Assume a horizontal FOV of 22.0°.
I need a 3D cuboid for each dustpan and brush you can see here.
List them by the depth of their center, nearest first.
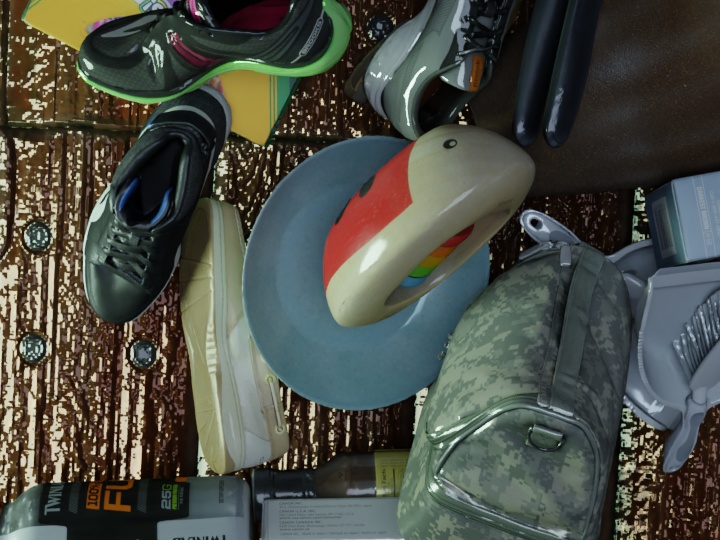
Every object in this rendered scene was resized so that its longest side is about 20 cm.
[{"bbox_3d":[0.245,0.074,1.325,0.138,0.201,0.058,-5,56,-17],"label":"dustpan and brush"},{"bbox_3d":[0.196,0.015,1.369,0.199,0.057,0.140,35,93,-6],"label":"dustpan and brush"}]

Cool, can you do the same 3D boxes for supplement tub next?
[{"bbox_3d":[-0.177,0.214,1.347,0.198,0.123,0.124,-2,96,-3],"label":"supplement tub"}]

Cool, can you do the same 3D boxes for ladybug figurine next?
[{"bbox_3d":[0.037,-0.033,1.266,0.072,0.135,0.200,55,130,12],"label":"ladybug figurine"}]

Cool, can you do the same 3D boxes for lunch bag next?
[{"bbox_3d":[0.119,0.094,1.277,0.138,0.201,0.169,23,129,-2],"label":"lunch bag"}]

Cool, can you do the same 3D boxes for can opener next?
[{"bbox_3d":[0.137,-0.179,1.234,0.078,0.063,0.202,15,89,-35],"label":"can opener"}]

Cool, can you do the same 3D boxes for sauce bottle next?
[{"bbox_3d":[0.018,0.165,1.382,0.198,0.065,0.065,-1,95,-1],"label":"sauce bottle"}]

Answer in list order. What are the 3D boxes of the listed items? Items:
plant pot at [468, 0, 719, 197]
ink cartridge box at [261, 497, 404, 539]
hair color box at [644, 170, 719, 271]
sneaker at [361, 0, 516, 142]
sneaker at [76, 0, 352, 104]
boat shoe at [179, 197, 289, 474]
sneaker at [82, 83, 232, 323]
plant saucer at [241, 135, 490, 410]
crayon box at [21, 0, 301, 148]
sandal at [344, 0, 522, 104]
[{"bbox_3d":[0.182,-0.132,1.316,0.198,0.187,0.188,-23,96,12],"label":"plant pot"},{"bbox_3d":[0.025,0.239,1.379,0.198,0.045,0.177,0,135,-3],"label":"ink cartridge box"},{"bbox_3d":[0.309,-0.047,1.300,0.198,0.099,0.061,-11,87,-3],"label":"hair color box"},{"bbox_3d":[0.077,-0.173,1.259,0.073,0.080,0.201,10,122,-35],"label":"sneaker"},{"bbox_3d":[-0.105,-0.169,1.253,0.198,0.084,0.077,-9,54,19],"label":"sneaker"},{"bbox_3d":[-0.089,0.046,1.368,0.069,0.074,0.202,-5,92,-26],"label":"boat shoe"},{"bbox_3d":[-0.160,-0.033,1.304,0.073,0.112,0.201,25,115,-1],"label":"sneaker"},{"bbox_3d":[0.000,0.000,1.358,0.199,0.039,0.203,-5,102,-23],"label":"plant saucer"},{"bbox_3d":[-0.130,-0.187,1.343,0.199,0.058,0.120,27,94,-5],"label":"crayon box"},{"bbox_3d":[0.075,-0.180,1.343,0.200,0.080,0.054,-40,85,7],"label":"sandal"}]
